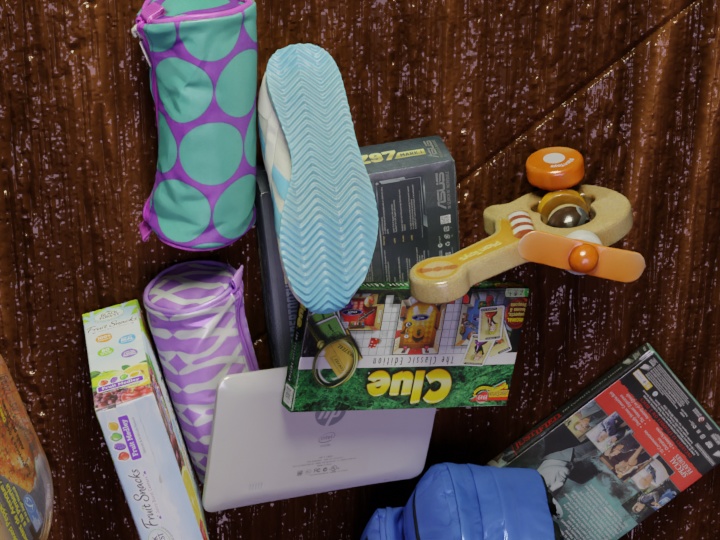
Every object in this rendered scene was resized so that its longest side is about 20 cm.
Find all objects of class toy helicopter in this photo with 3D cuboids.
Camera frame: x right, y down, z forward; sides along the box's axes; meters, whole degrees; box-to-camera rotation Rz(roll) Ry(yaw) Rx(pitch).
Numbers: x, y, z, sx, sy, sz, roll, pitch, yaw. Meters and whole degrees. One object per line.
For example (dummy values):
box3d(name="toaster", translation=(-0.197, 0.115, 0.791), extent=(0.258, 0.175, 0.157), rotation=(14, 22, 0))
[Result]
box3d(name="toy helicopter", translation=(0.129, -0.016, 1.706), extent=(0.200, 0.132, 0.079), rotation=(-24, 124, -26))

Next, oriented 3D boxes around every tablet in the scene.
box3d(name="tablet", translation=(-0.029, 0.127, 1.761), extent=(0.200, 0.014, 0.130), rotation=(-7, 123, -27))

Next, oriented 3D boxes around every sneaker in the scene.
box3d(name="sneaker", translation=(-0.033, -0.064, 1.640), extent=(0.076, 0.081, 0.200), rotation=(-4, 77, -9))

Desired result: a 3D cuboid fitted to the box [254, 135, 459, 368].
box3d(name="box", translation=(0.000, 0.000, 1.756), extent=(0.157, 0.051, 0.200), rotation=(-11, 121, -9))

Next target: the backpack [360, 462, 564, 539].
box3d(name="backpack", translation=(0.080, 0.264, 1.837), extent=(0.168, 0.163, 0.200), rotation=(7, 130, -19))

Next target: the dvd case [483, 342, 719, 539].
box3d(name="dvd case", translation=(0.212, 0.170, 1.921), extent=(0.200, 0.022, 0.146), rotation=(-39, 120, 8))

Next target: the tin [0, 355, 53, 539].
box3d(name="tin", translation=(-0.299, 0.147, 1.728), extent=(0.042, 0.112, 0.200), rotation=(-6, 122, 18))

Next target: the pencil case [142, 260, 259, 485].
box3d(name="pencil case", translation=(-0.112, 0.087, 1.756), extent=(0.085, 0.084, 0.200), rotation=(1, 126, 25))

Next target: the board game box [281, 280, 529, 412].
box3d(name="board game box", translation=(0.037, 0.059, 1.739), extent=(0.200, 0.023, 0.105), rotation=(-1, 113, -28))

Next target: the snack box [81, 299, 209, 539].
box3d(name="snack box", translation=(-0.167, 0.145, 1.741), extent=(0.053, 0.142, 0.200), rotation=(-17, 122, -4))

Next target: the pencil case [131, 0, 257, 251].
box3d(name="pencil case", translation=(-0.123, -0.115, 1.642), extent=(0.092, 0.085, 0.200), rotation=(-6, 120, -10))
